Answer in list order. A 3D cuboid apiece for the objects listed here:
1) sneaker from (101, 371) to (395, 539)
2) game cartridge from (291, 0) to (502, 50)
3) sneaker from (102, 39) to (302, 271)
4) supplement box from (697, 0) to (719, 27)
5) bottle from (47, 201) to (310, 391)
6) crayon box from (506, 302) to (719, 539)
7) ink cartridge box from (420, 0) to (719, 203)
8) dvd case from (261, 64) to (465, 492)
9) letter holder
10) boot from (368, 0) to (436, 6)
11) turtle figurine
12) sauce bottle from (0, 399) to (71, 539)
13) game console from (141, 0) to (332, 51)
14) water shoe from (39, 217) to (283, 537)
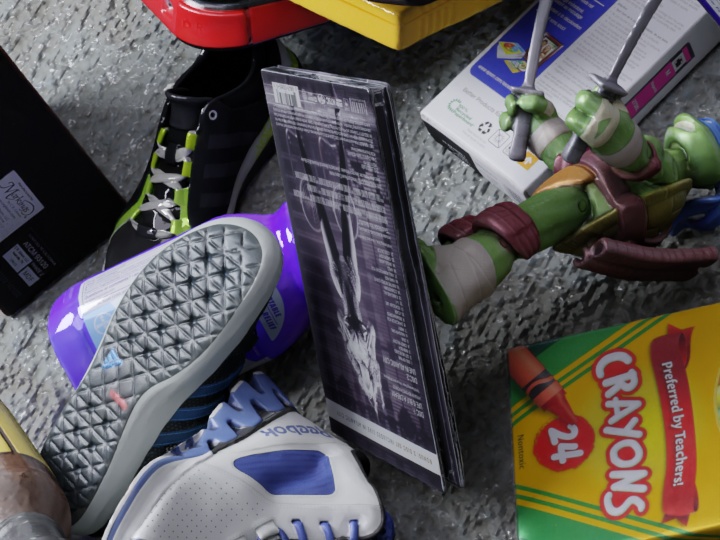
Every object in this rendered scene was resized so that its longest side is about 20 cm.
[{"bbox_3d":[-0.048,0.132,1.148,0.114,0.081,0.199,24,38,15],"label":"sneaker"},{"bbox_3d":[0.029,-0.202,1.340,0.176,0.033,0.199,29,42,35],"label":"game cartridge"},{"bbox_3d":[-0.104,-0.071,1.341,0.071,0.083,0.201,13,65,31],"label":"sneaker"},{"bbox_3d":[0.268,-0.152,1.147,0.101,0.103,0.200,-47,16,-13],"label":"supplement box"},{"bbox_3d":[-0.071,0.013,1.270,0.199,0.084,0.065,-24,21,8],"label":"bottle"},{"bbox_3d":[0.174,0.082,1.128,0.198,0.051,0.128,-13,53,16],"label":"crayon box"},{"bbox_3d":[0.135,-0.127,1.298,0.200,0.037,0.095,-46,51,-6],"label":"ink cartridge box"},{"bbox_3d":[0.000,0.000,1.154,0.016,0.202,0.149,-15,13,-20],"label":"dvd case"},{"bbox_3d":[-0.244,-0.095,1.349,0.100,0.200,0.142,-39,50,-3],"label":"letter holder"},{"bbox_3d":[0.011,-0.203,1.289,0.199,0.069,0.188,19,43,43],"label":"boot"},{"bbox_3d":[0.086,-0.066,1.170,0.193,0.201,0.144,-33,37,-16],"label":"turtle figurine"},{"bbox_3d":[-0.185,0.118,1.169,0.065,0.065,0.200,-41,27,-5],"label":"sauce bottle"},{"bbox_3d":[-0.060,-0.198,1.389,0.176,0.031,0.200,-15,38,-24],"label":"game console"},{"bbox_3d":[-0.098,0.056,1.224,0.200,0.079,0.072,-52,56,16],"label":"water shoe"}]
